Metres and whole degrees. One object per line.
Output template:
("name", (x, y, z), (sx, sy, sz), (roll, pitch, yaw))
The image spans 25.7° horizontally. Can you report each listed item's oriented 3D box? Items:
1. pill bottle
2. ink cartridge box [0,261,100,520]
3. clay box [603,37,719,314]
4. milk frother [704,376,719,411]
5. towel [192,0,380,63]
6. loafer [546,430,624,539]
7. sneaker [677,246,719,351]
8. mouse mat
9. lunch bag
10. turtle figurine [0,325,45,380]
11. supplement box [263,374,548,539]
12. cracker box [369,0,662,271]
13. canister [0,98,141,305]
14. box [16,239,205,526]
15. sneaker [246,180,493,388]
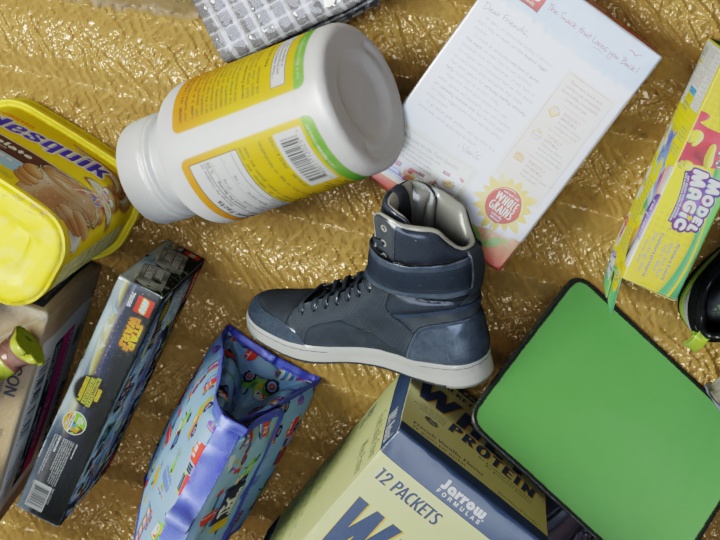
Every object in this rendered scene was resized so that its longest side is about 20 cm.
("pill bottle", (-0.078, -0.099, 1.156), (0.199, 0.111, 0.111), (-16, 101, 31))
("ink cartridge box", (-0.277, 0.090, 1.212), (0.075, 0.165, 0.201), (19, 105, 0))
("clay box", (0.234, -0.063, 1.140), (0.047, 0.115, 0.201), (22, 105, 1))
("milk frother", (0.378, 0.087, 1.113), (0.180, 0.200, 0.188), (38, 105, -6))
("towel", (-0.065, -0.263, 1.149), (0.165, 0.086, 0.201), (-25, 98, 13))
("loafer", (0.151, 0.207, 1.242), (0.063, 0.072, 0.200), (29, 109, -19))
("sneaker", (0.311, -0.016, 1.156), (0.072, 0.083, 0.200), (36, 104, -2))
("mouse mat", (0.194, 0.121, 1.189), (0.200, 0.008, 0.161), (43, 63, -4))
("lunch bag", (-0.117, 0.148, 1.186), (0.094, 0.200, 0.151), (29, 105, 1))
("turtle figurine", (-0.295, 0.097, 1.098), (0.161, 0.064, 0.200), (-45, 89, 6))
("supplement box", (0.026, 0.200, 1.180), (0.134, 0.200, 0.200), (39, 103, -4))
("cracker box", (0.110, -0.120, 1.172), (0.134, 0.058, 0.200), (36, 105, -2))
("canister", (-0.252, -0.054, 1.159), (0.148, 0.200, 0.087), (32, 105, -1))
("box", (-0.190, 0.083, 1.214), (0.040, 0.137, 0.201), (26, 105, 1))
("sneaker", (0.001, -0.001, 1.171), (0.202, 0.077, 0.147), (8, 123, 24))
